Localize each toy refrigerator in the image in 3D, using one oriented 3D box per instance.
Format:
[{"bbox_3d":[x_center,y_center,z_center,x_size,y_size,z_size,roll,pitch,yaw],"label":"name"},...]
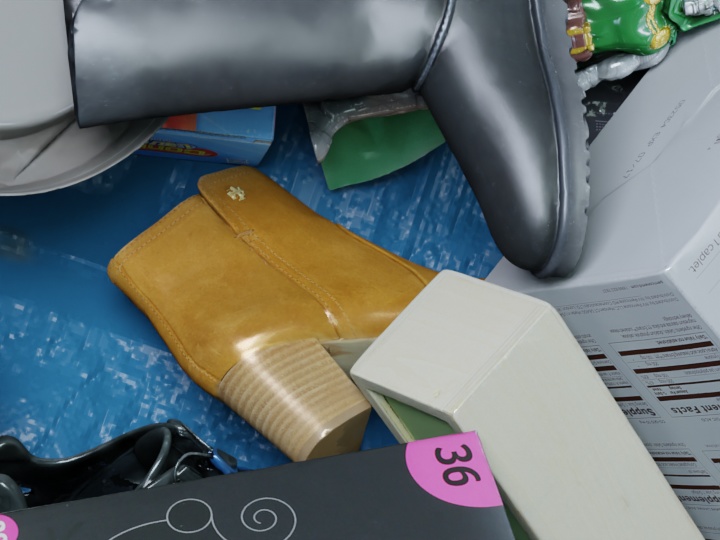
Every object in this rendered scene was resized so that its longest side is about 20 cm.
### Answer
[{"bbox_3d":[0.082,0.099,0.994,0.070,0.076,0.200,-46,124,-17],"label":"toy refrigerator"}]

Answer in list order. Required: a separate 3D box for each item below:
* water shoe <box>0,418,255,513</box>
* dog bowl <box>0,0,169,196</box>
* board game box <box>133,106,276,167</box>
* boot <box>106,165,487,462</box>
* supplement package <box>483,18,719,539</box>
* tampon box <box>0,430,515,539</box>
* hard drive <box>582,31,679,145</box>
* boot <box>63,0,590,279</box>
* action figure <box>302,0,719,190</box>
[{"bbox_3d":[-0.066,0.105,0.980,0.199,0.072,0.079,-3,123,-7],"label":"water shoe"},{"bbox_3d":[-0.161,-0.124,0.964,0.200,0.059,0.201,6,78,-29],"label":"dog bowl"},{"bbox_3d":[-0.131,-0.157,1.062,0.195,0.056,0.201,6,79,-9],"label":"board game box"},{"bbox_3d":[-0.001,0.001,1.052,0.201,0.071,0.144,-23,59,-36],"label":"boot"},{"bbox_3d":[0.196,0.010,1.003,0.200,0.147,0.191,47,66,-18],"label":"supplement package"},{"bbox_3d":[-0.033,0.169,0.880,0.199,0.126,0.150,-10,46,-10],"label":"tampon box"},{"bbox_3d":[0.128,-0.139,1.113,0.139,0.038,0.201,3,80,-9],"label":"hard drive"},{"bbox_3d":[-0.017,-0.073,0.933,0.199,0.066,0.165,0,68,-14],"label":"boot"},{"bbox_3d":[0.069,-0.102,1.031,0.199,0.118,0.055,-16,41,2],"label":"action figure"}]
